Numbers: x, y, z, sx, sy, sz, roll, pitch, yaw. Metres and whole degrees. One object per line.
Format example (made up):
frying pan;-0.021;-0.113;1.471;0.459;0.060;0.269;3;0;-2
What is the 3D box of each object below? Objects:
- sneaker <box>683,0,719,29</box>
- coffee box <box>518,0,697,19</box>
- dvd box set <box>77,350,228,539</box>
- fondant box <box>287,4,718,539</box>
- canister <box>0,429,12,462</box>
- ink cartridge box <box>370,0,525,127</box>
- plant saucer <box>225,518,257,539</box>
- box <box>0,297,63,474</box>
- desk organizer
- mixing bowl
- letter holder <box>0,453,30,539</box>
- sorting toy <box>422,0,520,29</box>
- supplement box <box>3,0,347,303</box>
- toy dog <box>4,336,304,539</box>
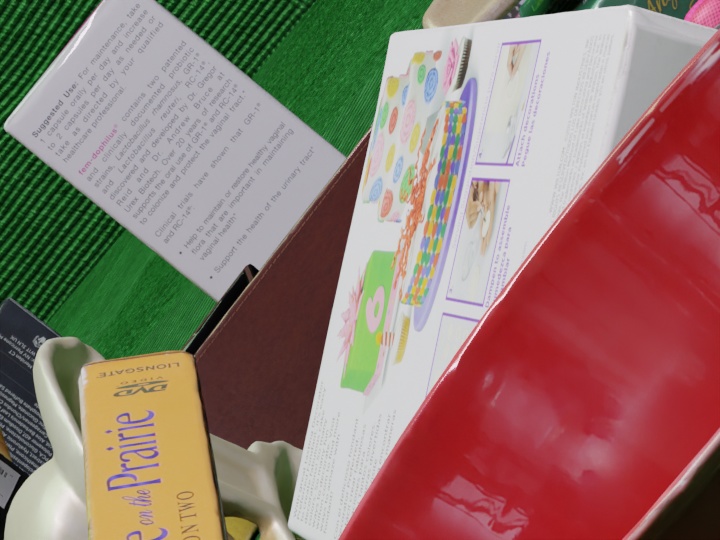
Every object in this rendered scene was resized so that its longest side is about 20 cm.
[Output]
sneaker;0.081;-0.012;0.855;0.200;0.075;0.081;-47;9;38
coffee box;0.125;-0.132;1.267;0.123;0.044;0.200;-49;7;8
dvd box set;-0.028;0.120;0.577;0.029;0.147;0.200;-10;21;-3
fondant box;0.044;0.013;0.739;0.200;0.058;0.145;-170;91;-74
canister;-0.198;0.161;1.359;0.149;0.086;0.200;-67;26;20
ink cartridge box;0.084;-0.158;1.648;0.200;0.042;0.119;-56;3;-15
plant saucer;-0.103;0.134;1.401;0.200;0.048;0.200;-44;10;47
box;-0.314;0.146;2.383;0.200;0.117;0.197;-56;8;-19
desk organizer;0.000;0.000;1.284;0.200;0.077;0.072;-52;7;2
mixing bowl;0.084;0.034;0.479;0.200;0.108;0.200;-50;8;9
letter holder;-0.179;0.151;1.190;0.142;0.200;0.101;-51;7;10
sorting toy;0.125;-0.182;1.234;0.200;0.036;0.185;-38;12;34
supplement box;-0.077;-0.050;1.512;0.104;0.200;0.101;-52;8;1
toy dog;-0.097;0.160;1.017;0.200;0.139;0.194;-47;45;22
